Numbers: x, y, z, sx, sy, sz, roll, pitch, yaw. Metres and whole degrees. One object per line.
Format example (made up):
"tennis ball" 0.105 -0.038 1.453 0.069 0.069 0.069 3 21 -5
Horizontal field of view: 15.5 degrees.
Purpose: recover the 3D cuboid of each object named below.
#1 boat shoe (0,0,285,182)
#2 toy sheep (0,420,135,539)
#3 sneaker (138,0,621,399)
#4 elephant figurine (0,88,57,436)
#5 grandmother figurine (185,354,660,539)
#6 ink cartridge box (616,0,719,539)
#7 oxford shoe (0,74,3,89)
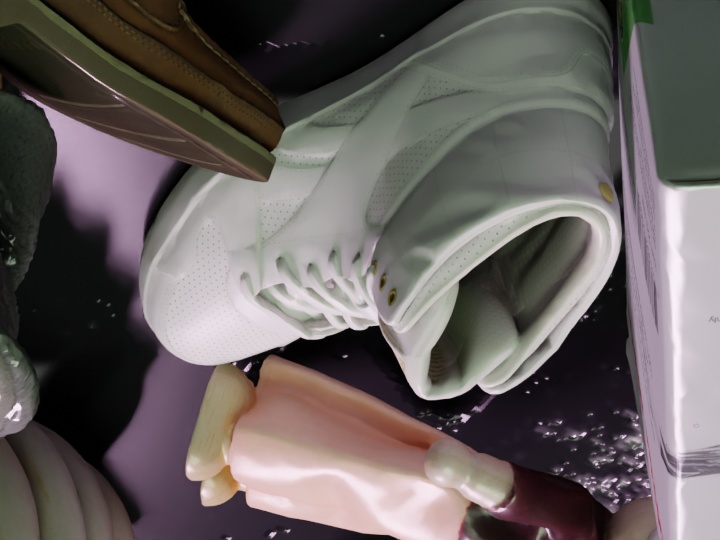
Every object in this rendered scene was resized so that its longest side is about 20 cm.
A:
"boat shoe" -0.083 -0.087 0.780 0.072 0.068 0.200 12 167 39
"toy sheep" -0.149 0.107 0.942 0.138 0.138 0.200 -29 159 25
"sneaker" 0.000 0.000 0.843 0.074 0.116 0.200 33 127 -32
"elephant figurine" -0.143 0.002 0.760 0.200 0.142 0.155 34 166 -38
"grandmother figurine" 0.041 0.081 0.916 0.199 0.061 0.121 16 171 10
"ink cartridge box" 0.126 -0.007 0.817 0.084 0.146 0.200 -5 136 3
"oxford shoe" -0.145 -0.053 0.819 0.071 0.071 0.200 -8 133 9
